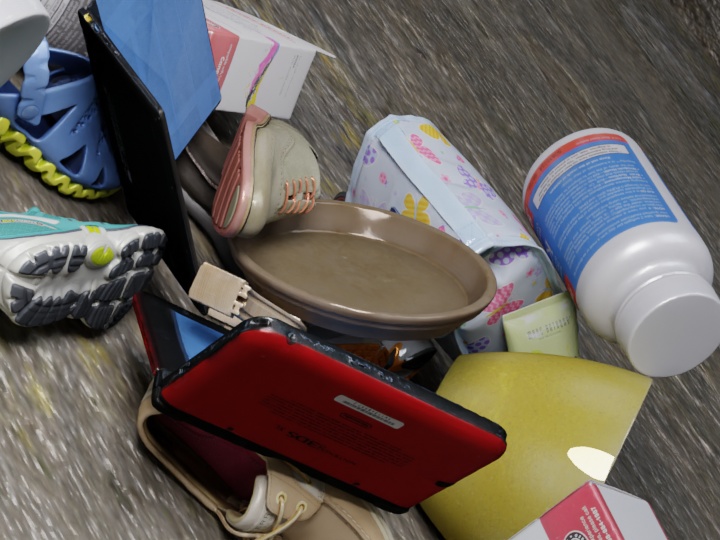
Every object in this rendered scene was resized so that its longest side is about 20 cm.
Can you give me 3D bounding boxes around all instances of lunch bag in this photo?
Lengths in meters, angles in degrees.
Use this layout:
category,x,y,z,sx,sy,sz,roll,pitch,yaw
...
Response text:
category,x,y,z,sx,sy,sz,roll,pitch,yaw
lunch bag,0.073,-0.017,1.556,0.170,0.127,0.200,51,-6,33

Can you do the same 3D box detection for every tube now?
category,x,y,z,sx,sy,sz,roll,pitch,yaw
tube,0.155,0.120,1.545,0.058,0.051,0.202,-53,138,-67

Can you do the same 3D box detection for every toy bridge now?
category,x,y,z,sx,sy,sz,roll,pitch,yaw
toy bridge,-0.071,0.035,1.304,0.067,0.027,0.200,24,-8,7

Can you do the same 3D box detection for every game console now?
category,x,y,z,sx,sy,sz,roll,pitch,yaw
game console,-0.028,0.062,1.206,0.199,0.172,0.120,26,50,-28

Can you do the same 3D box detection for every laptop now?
category,x,y,z,sx,sy,sz,roll,pitch,yaw
laptop,-0.118,-0.114,1.324,0.200,0.115,0.188,51,-21,40

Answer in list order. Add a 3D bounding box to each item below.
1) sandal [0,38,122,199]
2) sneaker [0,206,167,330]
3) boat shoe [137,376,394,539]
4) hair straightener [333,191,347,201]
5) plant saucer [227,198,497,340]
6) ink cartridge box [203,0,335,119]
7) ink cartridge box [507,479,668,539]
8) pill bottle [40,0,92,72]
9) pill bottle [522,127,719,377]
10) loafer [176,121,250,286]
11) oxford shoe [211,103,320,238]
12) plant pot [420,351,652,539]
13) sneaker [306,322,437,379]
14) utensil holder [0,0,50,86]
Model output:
category,x,y,z,sx,sy,sz,roll,pitch,yaw
sandal,-0.212,-0.116,1.332,0.200,0.087,0.080,31,27,-53
sneaker,-0.191,-0.013,1.239,0.079,0.078,0.200,35,10,21
boat shoe,-0.066,0.144,1.230,0.199,0.074,0.069,38,26,-2
hair straightener,-0.024,-0.012,1.600,0.200,0.041,0.078,-59,128,-72
plant saucer,0.000,0.000,1.374,0.198,0.030,0.200,10,23,-5
ink cartridge box,-0.120,-0.179,1.576,0.116,0.068,0.199,29,14,27
ink cartridge box,0.122,0.255,1.227,0.083,0.200,0.147,22,35,-51
pill bottle,-0.243,-0.212,1.401,0.199,0.111,0.111,27,31,-42
pill bottle,0.209,-0.013,1.494,0.112,0.112,0.201,31,23,-36
loafer,-0.091,-0.057,1.486,0.201,0.071,0.073,54,24,12
oxford shoe,-0.062,-0.068,1.371,0.073,0.071,0.200,22,22,-6
plant pot,0.115,0.141,1.441,0.141,0.201,0.200,26,21,9
sneaker,-0.019,0.052,1.464,0.092,0.076,0.200,48,14,17
utensil holder,-0.311,-0.187,1.171,0.200,0.170,0.170,51,23,1
